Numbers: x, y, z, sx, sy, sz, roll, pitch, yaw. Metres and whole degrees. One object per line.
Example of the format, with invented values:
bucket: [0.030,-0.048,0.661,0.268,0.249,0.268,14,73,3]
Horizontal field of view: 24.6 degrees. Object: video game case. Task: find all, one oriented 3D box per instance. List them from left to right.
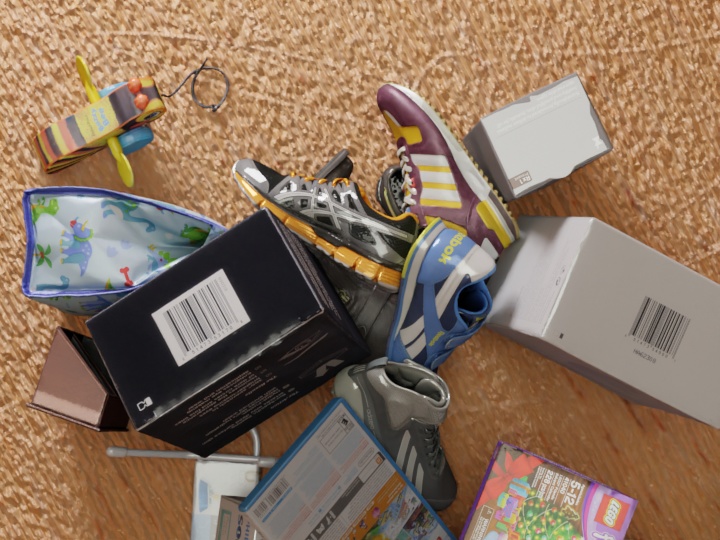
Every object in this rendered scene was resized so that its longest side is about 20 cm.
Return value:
video game case: [-0.006,0.240,1.536,0.143,0.018,0.201,-47,111,-24]

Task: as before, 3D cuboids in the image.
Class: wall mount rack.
wall mount rack: [-0.164,0.240,1.624,0.171,0.075,0.203,3,86,0]

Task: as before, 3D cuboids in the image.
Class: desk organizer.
desk organizer: [-0.254,0.105,1.569,0.071,0.200,0.078,19,85,1]

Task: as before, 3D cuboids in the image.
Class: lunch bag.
lunch bag: [-0.213,-0.014,1.590,0.197,0.170,0.129,-2,85,0]

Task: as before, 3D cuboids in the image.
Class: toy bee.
toy bee: [-0.238,-0.163,1.631,0.131,0.109,0.200,44,87,4]

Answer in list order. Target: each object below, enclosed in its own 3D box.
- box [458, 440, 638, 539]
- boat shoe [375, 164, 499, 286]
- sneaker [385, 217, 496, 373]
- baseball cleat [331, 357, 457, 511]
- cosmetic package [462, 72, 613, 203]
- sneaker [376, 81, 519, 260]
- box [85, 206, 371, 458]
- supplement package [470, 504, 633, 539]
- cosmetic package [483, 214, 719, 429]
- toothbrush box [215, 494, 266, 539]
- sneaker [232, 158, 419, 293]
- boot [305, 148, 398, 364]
box: [0.151,0.273,1.494,0.135,0.039,0.202,22,87,1]
boat shoe: [0.088,-0.022,1.648,0.072,0.061,0.202,-41,88,-2]
sneaker: [0.076,0.049,1.563,0.081,0.202,0.074,23,42,16]
baseball cleat: [0.057,0.160,1.584,0.106,0.070,0.200,-20,130,31]
cosmetic package: [0.166,-0.121,1.585,0.106,0.200,0.091,-26,87,-3]
sneaker: [0.064,-0.086,1.586,0.090,0.075,0.201,-38,83,-5]
box: [-0.116,0.063,1.513,0.195,0.200,0.118,-32,71,4]
supplement package: [0.180,0.347,1.584,0.189,0.147,0.203,13,87,1]
cosmetic package: [0.240,0.043,1.557,0.198,0.200,0.124,27,85,-14]
toothbrush box: [-0.040,0.299,1.574,0.198,0.085,0.149,9,86,-32]
sneaker: [-0.032,-0.057,1.569,0.199,0.078,0.078,31,89,9]
boot: [0.000,0.000,1.650,0.173,0.069,0.202,26,93,-2]
